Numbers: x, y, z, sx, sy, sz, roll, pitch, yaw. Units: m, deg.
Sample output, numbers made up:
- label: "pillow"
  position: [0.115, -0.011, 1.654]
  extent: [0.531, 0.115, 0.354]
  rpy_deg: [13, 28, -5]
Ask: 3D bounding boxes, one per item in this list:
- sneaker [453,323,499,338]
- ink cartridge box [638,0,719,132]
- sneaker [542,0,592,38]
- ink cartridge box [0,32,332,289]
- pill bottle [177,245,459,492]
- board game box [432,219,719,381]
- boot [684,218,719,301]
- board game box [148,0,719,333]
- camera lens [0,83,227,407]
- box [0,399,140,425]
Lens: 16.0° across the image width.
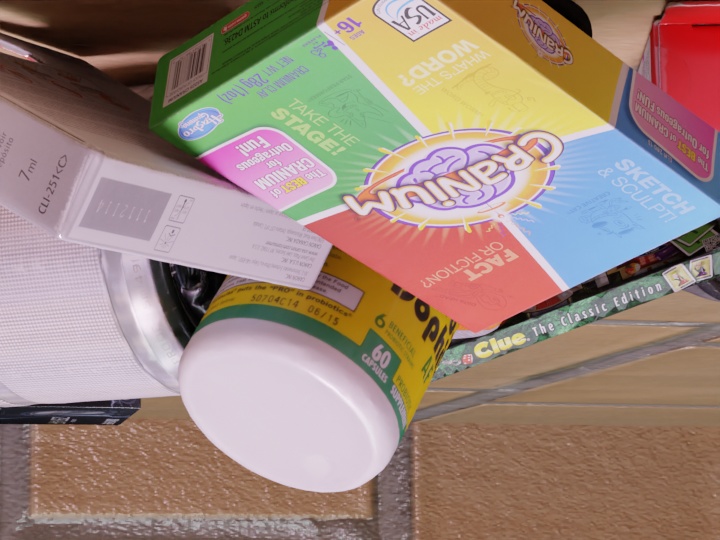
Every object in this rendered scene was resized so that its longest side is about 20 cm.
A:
- label: "sneaker"
  position: [-0.004, -0.022, 1.421]
  extent: [0.200, 0.112, 0.078]
  rpy_deg: [3, 147, 16]
- label: "ink cartridge box"
  position: [0.195, -0.076, 1.237]
  extent: [0.116, 0.067, 0.200]
  rpy_deg: [-1, 171, 2]
- label: "sneaker"
  position: [0.066, -0.086, 1.146]
  extent: [0.115, 0.075, 0.200]
  rpy_deg: [-10, 167, 36]
- label: "ink cartridge box"
  position: [-0.127, -0.057, 1.133]
  extent: [0.176, 0.045, 0.200]
  rpy_deg: [30, -171, 29]
- label: "pill bottle"
  position: [0.000, 0.000, 1.259]
  extent: [0.113, 0.200, 0.113]
  rpy_deg: [18, 143, 14]
- label: "board game box"
  position: [0.101, -0.001, 1.431]
  extent: [0.200, 0.023, 0.105]
  rpy_deg: [-21, -147, 5]
- label: "boot"
  position: [0.150, -0.026, 1.587]
  extent: [0.132, 0.070, 0.200]
  rpy_deg: [-3, 161, 37]
- label: "board game box"
  position: [0.036, -0.058, 1.082]
  extent: [0.200, 0.040, 0.153]
  rpy_deg: [32, 138, -33]
- label: "camera lens"
  position: [-0.146, -0.012, 1.330]
  extent: [0.200, 0.160, 0.160]
  rpy_deg: [-5, 171, 27]
- label: "box"
  position: [-0.321, 0.133, 2.705]
  extent: [0.160, 0.044, 0.200]
  rpy_deg: [2, 171, -12]
